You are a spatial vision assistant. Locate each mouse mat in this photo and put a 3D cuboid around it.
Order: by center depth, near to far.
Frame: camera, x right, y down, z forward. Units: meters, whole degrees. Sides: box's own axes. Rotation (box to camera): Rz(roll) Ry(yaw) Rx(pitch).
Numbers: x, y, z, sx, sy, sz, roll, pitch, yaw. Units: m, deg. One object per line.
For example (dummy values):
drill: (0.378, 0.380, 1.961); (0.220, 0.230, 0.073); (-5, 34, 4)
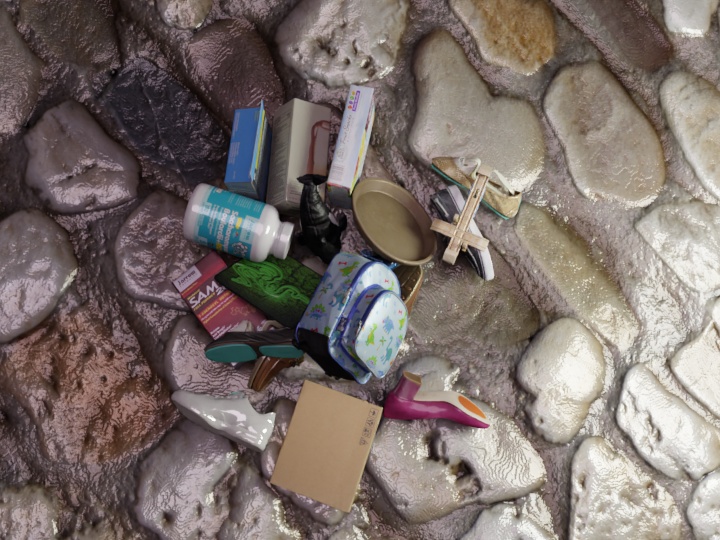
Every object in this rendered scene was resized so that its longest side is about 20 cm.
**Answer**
mouse mat: (-0.153, 0.025, 1.642); (0.198, 0.008, 0.160); (30, 43, 25)

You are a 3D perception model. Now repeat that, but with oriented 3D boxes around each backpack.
backpack: (-0.001, 0.083, 1.561); (0.145, 0.183, 0.203); (11, 68, 31)

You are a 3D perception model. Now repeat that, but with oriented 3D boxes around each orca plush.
orca plush: (-0.066, -0.082, 1.642); (0.103, 0.203, 0.072); (-8, 38, -15)

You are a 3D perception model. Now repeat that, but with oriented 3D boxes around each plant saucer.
plant saucer: (0.061, -0.090, 1.681); (0.197, 0.029, 0.203); (23, 45, -25)

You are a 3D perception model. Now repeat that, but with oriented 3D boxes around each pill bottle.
pill bottle: (-0.226, -0.084, 1.658); (0.196, 0.111, 0.113); (17, 79, 0)

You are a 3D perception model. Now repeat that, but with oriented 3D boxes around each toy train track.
toy train track: (0.203, -0.110, 1.670); (0.113, 0.033, 0.203); (22, 80, 11)

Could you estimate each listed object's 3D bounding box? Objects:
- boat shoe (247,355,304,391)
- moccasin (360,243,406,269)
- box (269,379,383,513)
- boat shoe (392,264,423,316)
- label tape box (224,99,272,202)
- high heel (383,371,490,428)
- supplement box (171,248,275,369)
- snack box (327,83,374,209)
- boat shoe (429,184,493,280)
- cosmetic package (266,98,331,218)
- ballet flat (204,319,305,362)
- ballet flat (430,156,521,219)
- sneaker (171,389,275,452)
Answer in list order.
boat shoe: (-0.135, 0.150, 1.658); (0.067, 0.072, 0.202); (34, 80, 6)
moccasin: (0.000, 0.000, 1.688); (0.198, 0.081, 0.069); (-33, 83, -8)
box: (-0.063, 0.326, 1.646); (0.160, 0.021, 0.204); (18, 80, 8)
boat shoe: (0.059, 0.078, 1.684); (0.071, 0.068, 0.202); (26, 80, 33)
label tape box: (-0.213, -0.222, 1.663); (0.062, 0.200, 0.148); (7, 78, 2)
high heel: (0.143, 0.271, 1.663); (0.197, 0.068, 0.097); (28, 108, 0)
supplement box: (-0.256, 0.073, 1.676); (0.108, 0.061, 0.201); (-38, 81, -8)
snack box: (-0.017, -0.236, 1.702); (0.052, 0.142, 0.204); (13, 79, 2)
boat shoe: (0.194, -0.066, 1.711); (0.067, 0.072, 0.203); (-22, 79, -6)
cosmetic package: (-0.120, -0.214, 1.706); (0.086, 0.103, 0.205); (9, 79, -28)
ballet flat: (-0.186, 0.127, 1.601); (0.195, 0.069, 0.070); (-3, 54, 12)
ballet flat: (0.233, -0.182, 1.734); (0.198, 0.071, 0.066); (33, 118, -2)
sneaker: (-0.253, 0.257, 1.643); (0.197, 0.075, 0.090); (27, 66, -2)
